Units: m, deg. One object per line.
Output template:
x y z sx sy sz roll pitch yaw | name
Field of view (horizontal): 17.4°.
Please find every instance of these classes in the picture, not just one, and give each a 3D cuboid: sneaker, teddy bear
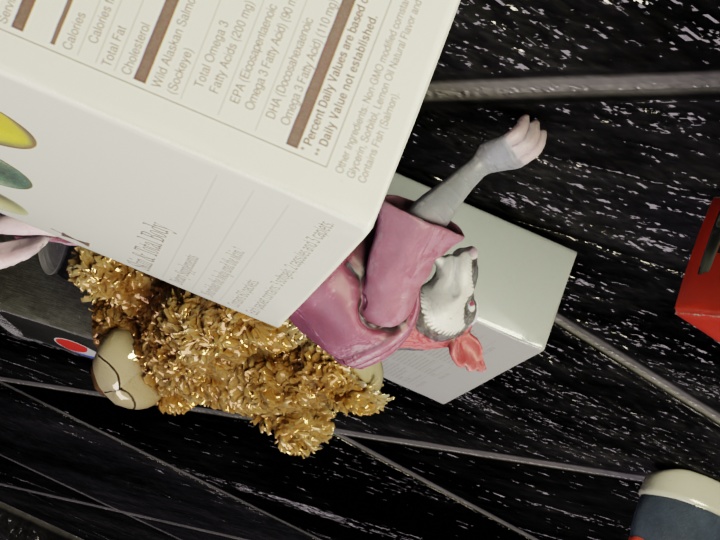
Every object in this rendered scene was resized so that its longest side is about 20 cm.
0.246 0.189 1.377 0.199 0.085 0.075 21 167 -2 | sneaker
-0.069 0.035 1.080 0.199 0.067 0.145 11 160 41 | teddy bear

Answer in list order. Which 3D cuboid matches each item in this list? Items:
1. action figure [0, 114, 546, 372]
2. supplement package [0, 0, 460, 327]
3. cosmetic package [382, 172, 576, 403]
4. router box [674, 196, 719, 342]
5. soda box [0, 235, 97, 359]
-0.027 -0.015 0.881 0.200 0.149 0.134 41 155 -19 | action figure
-0.075 -0.100 0.573 0.199 0.152 0.152 22 167 -6 | supplement package
0.000 0.000 1.079 0.150 0.052 0.200 22 167 -7 | cosmetic package
0.244 0.038 0.856 0.199 0.049 0.179 31 164 -36 | router box
-0.110 0.021 1.287 0.199 0.071 0.063 16 167 22 | soda box
